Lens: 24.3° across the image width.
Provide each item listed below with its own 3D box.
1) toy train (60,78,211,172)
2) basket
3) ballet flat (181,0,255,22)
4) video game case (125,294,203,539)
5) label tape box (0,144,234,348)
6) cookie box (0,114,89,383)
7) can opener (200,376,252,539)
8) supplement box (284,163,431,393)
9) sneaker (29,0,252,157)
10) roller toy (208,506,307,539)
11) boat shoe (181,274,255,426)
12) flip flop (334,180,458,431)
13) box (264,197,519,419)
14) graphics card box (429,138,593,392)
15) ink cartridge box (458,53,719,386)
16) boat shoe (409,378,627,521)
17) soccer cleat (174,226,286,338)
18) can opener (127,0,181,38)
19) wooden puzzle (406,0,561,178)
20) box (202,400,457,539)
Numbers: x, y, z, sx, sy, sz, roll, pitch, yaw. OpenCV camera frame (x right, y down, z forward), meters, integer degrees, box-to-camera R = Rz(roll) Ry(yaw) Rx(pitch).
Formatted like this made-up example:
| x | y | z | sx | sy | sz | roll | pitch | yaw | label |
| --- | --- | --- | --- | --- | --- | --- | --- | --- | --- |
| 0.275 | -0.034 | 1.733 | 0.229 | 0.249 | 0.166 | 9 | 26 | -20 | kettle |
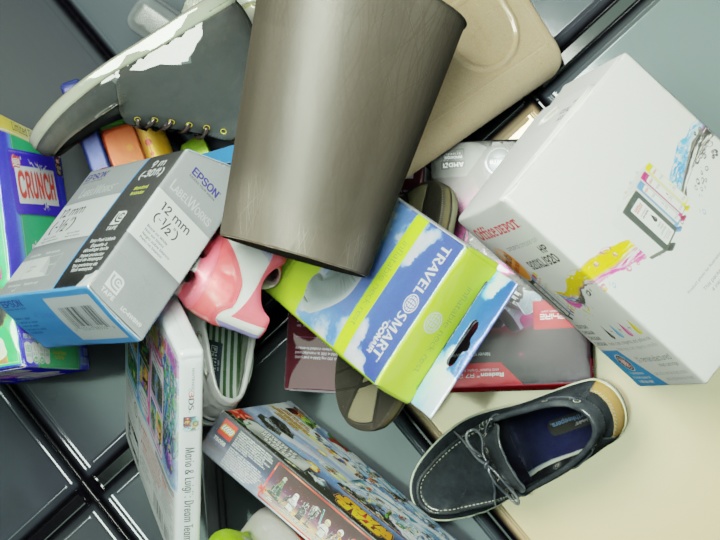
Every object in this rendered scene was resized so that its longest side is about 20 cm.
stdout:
| x | y | z | sx | sy | sz | roll | pitch | yaw | label |
| --- | --- | --- | --- | --- | --- | --- | --- | --- | --- |
| -0.169 | -0.074 | 1.391 | 0.115 | 0.085 | 0.202 | -20 | 85 | -7 | toy train |
| -0.023 | -0.107 | 1.202 | 0.135 | 0.180 | 0.202 | 13 | 86 | 40 | basket |
| -0.065 | -0.230 | 1.383 | 0.198 | 0.072 | 0.073 | -11 | 84 | 10 | ballet flat |
| -0.154 | 0.098 | 1.290 | 0.023 | 0.200 | 0.184 | -4 | 116 | -18 | video game case |
| -0.168 | -0.038 | 1.256 | 0.066 | 0.143 | 0.201 | 45 | 60 | -27 | label tape box |
| -0.290 | -0.014 | 1.358 | 0.074 | 0.171 | 0.202 | -10 | 85 | 7 | cookie box |
| -0.123 | 0.137 | 1.368 | 0.066 | 0.053 | 0.202 | 0 | 87 | 9 | can opener |
| 0.000 | 0.000 | 1.357 | 0.108 | 0.061 | 0.202 | 3 | 86 | 10 | supplement box |
| -0.158 | -0.124 | 1.314 | 0.199 | 0.075 | 0.107 | -33 | 95 | 5 | sneaker |
| -0.040 | 0.287 | 1.284 | 0.199 | 0.182 | 0.140 | 38 | 93 | 13 | roller toy |
| -0.105 | 0.021 | 1.329 | 0.073 | 0.067 | 0.202 | 8 | 69 | -30 | boat shoe |
| 0.039 | 0.030 | 1.290 | 0.081 | 0.057 | 0.202 | 2 | 69 | 44 | flip flop |
| 0.016 | 0.010 | 1.245 | 0.123 | 0.048 | 0.200 | -57 | 41 | 3 | box |
| 0.122 | -0.004 | 1.340 | 0.124 | 0.051 | 0.202 | -2 | 85 | 9 | graphics card box |
| 0.200 | -0.033 | 1.241 | 0.200 | 0.147 | 0.145 | 41 | 80 | -5 | ink cartridge box |
| 0.115 | 0.144 | 1.308 | 0.199 | 0.062 | 0.075 | -28 | 88 | 28 | boat shoe |
| -0.084 | -0.030 | 1.296 | 0.076 | 0.201 | 0.067 | 33 | 131 | -13 | soccer cleat |
| -0.096 | -0.169 | 1.370 | 0.199 | 0.053 | 0.067 | 30 | 99 | -2 | can opener |
| 0.039 | -0.197 | 1.323 | 0.185 | 0.046 | 0.201 | -35 | 99 | -17 | wooden puzzle |
| -0.017 | 0.180 | 1.299 | 0.200 | 0.137 | 0.040 | 38 | 101 | 17 | box |
